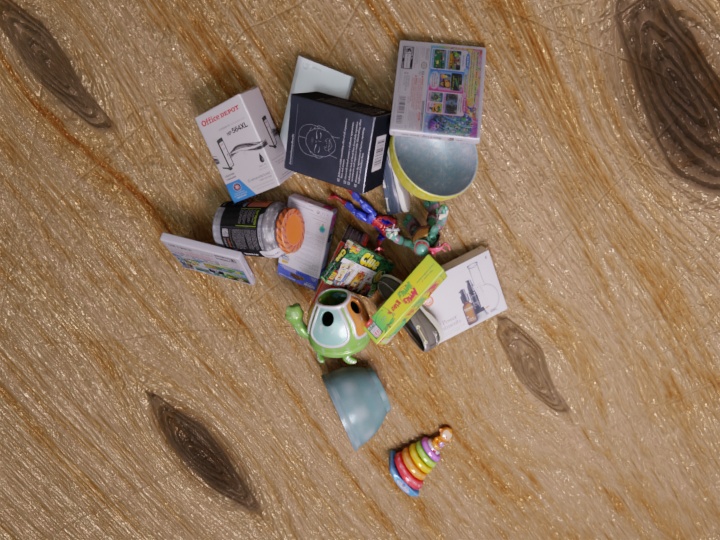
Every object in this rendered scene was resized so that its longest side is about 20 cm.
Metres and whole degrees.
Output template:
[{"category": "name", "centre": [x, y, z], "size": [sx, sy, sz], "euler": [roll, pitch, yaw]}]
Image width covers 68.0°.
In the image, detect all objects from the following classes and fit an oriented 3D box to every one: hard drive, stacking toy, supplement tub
[{"category": "hard drive", "centre": [-0.100, -0.344, 1.171], "size": [0.128, 0.026, 0.206], "euler": [20, 115, 2]}, {"category": "stacking toy", "centre": [0.175, 0.496, 1.440], "size": [0.116, 0.110, 0.200], "euler": [44, 102, -7]}, {"category": "supplement tub", "centre": [-0.231, -0.095, 1.221], "size": [0.193, 0.122, 0.127], "euler": [5, 115, 28]}]

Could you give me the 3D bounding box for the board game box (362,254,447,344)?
[{"category": "board game box", "centre": [0.096, 0.064, 1.113], "size": [0.048, 0.101, 0.201], "euler": [43, 94, 16]}]

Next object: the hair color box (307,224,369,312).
[{"category": "hair color box", "centre": [-0.052, 0.008, 1.262], "size": [0.062, 0.112, 0.204], "euler": [25, 115, -3]}]

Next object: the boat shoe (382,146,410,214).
[{"category": "boat shoe", "centre": [0.057, -0.219, 1.167], "size": [0.060, 0.076, 0.205], "euler": [-10, 121, 19]}]

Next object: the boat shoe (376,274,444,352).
[{"category": "boat shoe", "centre": [0.101, 0.093, 1.197], "size": [0.202, 0.059, 0.073], "euler": [47, 151, 19]}]

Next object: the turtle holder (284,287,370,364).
[{"category": "turtle holder", "centre": [-0.063, 0.107, 1.180], "size": [0.182, 0.140, 0.136], "euler": [22, 136, 40]}]

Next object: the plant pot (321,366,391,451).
[{"category": "plant pot", "centre": [-0.002, 0.331, 1.359], "size": [0.131, 0.200, 0.206], "euler": [-25, 109, -9]}]

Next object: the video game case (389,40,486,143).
[{"category": "video game case", "centre": [0.153, -0.354, 1.051], "size": [0.175, 0.024, 0.208], "euler": [6, 74, 4]}]

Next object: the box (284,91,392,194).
[{"category": "box", "centre": [-0.045, -0.265, 1.093], "size": [0.194, 0.107, 0.153], "euler": [21, 117, 20]}]

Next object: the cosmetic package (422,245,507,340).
[{"category": "cosmetic package", "centre": [0.225, 0.058, 1.232], "size": [0.195, 0.052, 0.155], "euler": [-26, 106, -2]}]

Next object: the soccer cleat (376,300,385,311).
[{"category": "soccer cleat", "centre": [0.124, 0.075, 1.275], "size": [0.196, 0.078, 0.070], "euler": [-29, 106, 20]}]

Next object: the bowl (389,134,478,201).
[{"category": "bowl", "centre": [0.137, -0.230, 1.117], "size": [0.198, 0.203, 0.107], "euler": [38, 157, -8]}]

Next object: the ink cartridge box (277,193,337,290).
[{"category": "ink cartridge box", "centre": [-0.130, -0.067, 1.276], "size": [0.116, 0.042, 0.207], "euler": [20, 113, 14]}]

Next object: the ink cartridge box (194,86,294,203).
[{"category": "ink cartridge box", "centre": [-0.256, -0.276, 1.183], "size": [0.142, 0.085, 0.205], "euler": [-14, 110, 29]}]

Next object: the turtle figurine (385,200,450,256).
[{"category": "turtle figurine", "centre": [0.128, -0.084, 1.140], "size": [0.145, 0.201, 0.104], "euler": [-17, 109, 16]}]

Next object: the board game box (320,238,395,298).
[{"category": "board game box", "centre": [0.000, 0.000, 1.189], "size": [0.023, 0.198, 0.106], "euler": [41, 100, 32]}]

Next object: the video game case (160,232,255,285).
[{"category": "video game case", "centre": [-0.362, -0.025, 1.289], "size": [0.192, 0.023, 0.183], "euler": [14, 160, 4]}]

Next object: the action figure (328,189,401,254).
[{"category": "action figure", "centre": [0.015, -0.117, 1.208], "size": [0.197, 0.100, 0.066], "euler": [35, 116, -8]}]
